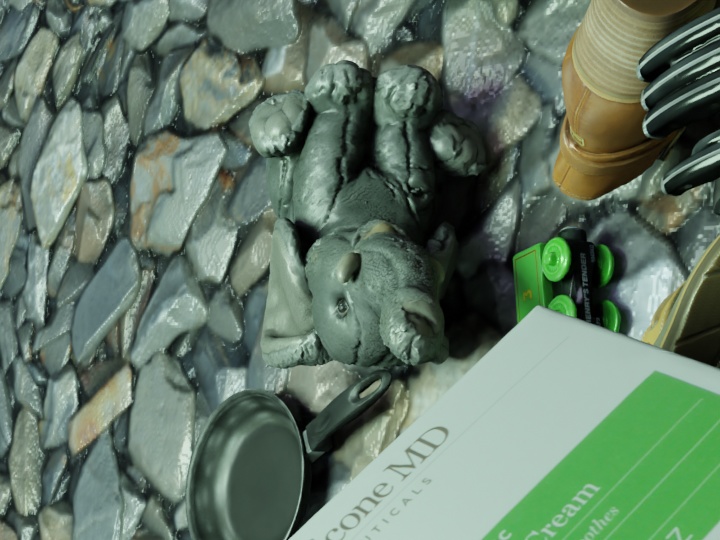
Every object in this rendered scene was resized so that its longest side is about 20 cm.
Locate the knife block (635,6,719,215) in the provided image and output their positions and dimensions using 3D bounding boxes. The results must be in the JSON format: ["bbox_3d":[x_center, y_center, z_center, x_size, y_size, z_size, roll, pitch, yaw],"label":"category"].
[{"bbox_3d":[0.195,-0.099,0.623,0.175,0.064,0.202,41,112,48],"label":"knife block"}]

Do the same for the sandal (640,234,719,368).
[{"bbox_3d":[0.160,0.042,0.765,0.054,0.080,0.201,-107,39,-61],"label":"sandal"}]

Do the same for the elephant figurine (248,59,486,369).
[{"bbox_3d":[0.000,0.000,0.901,0.140,0.155,0.202,-18,56,22],"label":"elephant figurine"}]

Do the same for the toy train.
[{"bbox_3d":[0.105,0.078,0.838,0.056,0.041,0.202,-27,60,54],"label":"toy train"}]

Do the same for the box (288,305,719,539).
[{"bbox_3d":[0.093,0.162,0.650,0.199,0.201,0.171,-41,33,-22],"label":"box"}]

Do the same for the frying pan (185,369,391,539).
[{"bbox_3d":[-0.048,0.102,1.019,0.191,0.031,0.115,-55,44,20],"label":"frying pan"}]

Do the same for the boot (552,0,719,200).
[{"bbox_3d":[0.169,-0.122,0.779,0.077,0.200,0.156,39,156,17],"label":"boot"}]
